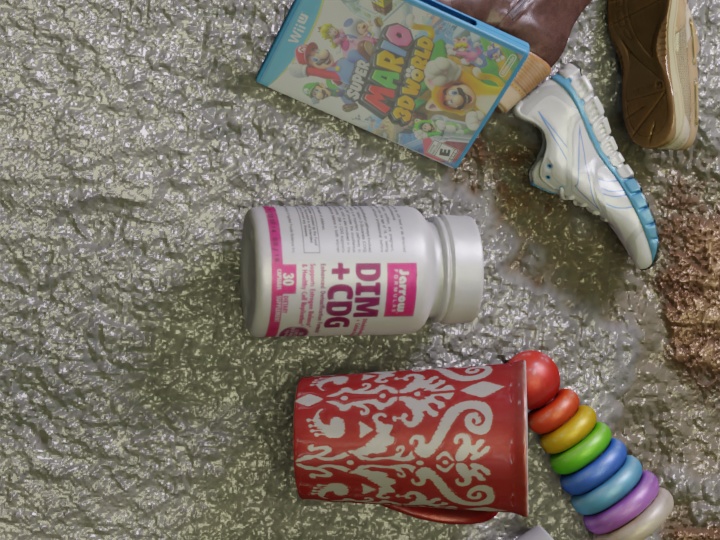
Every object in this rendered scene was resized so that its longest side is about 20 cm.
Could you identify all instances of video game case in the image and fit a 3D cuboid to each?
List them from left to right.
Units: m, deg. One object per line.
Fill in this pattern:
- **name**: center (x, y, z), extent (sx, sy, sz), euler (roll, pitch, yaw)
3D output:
- **video game case**: center (0.027, -0.180, 1.437), extent (0.199, 0.018, 0.143), euler (23, 130, -11)

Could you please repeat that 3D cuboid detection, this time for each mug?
- **mug**: center (0.047, 0.166, 1.443), extent (0.199, 0.134, 0.178), euler (0, 111, 5)

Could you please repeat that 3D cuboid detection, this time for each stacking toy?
- **stacking toy**: center (0.199, 0.159, 1.519), extent (0.085, 0.085, 0.200), euler (-37, 93, -7)

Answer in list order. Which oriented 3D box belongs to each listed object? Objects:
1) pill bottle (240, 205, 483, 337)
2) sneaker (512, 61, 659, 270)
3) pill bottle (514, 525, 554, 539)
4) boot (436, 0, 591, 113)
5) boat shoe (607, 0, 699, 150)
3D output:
- **pill bottle**: center (0.000, 0.000, 1.440), extent (0.199, 0.113, 0.114), euler (-1, 95, -12)
- **sneaker**: center (0.203, -0.083, 1.506), extent (0.086, 0.075, 0.201), euler (-29, 92, 0)
- **pill bottle**: center (0.107, 0.325, 1.487), extent (0.200, 0.114, 0.114), euler (-34, 100, -7)
- **boot**: center (0.108, -0.258, 1.473), extent (0.200, 0.072, 0.167), euler (38, 81, -16)
- **boat shoe**: center (0.274, -0.209, 1.512), extent (0.064, 0.071, 0.201), euler (3, 85, -46)
